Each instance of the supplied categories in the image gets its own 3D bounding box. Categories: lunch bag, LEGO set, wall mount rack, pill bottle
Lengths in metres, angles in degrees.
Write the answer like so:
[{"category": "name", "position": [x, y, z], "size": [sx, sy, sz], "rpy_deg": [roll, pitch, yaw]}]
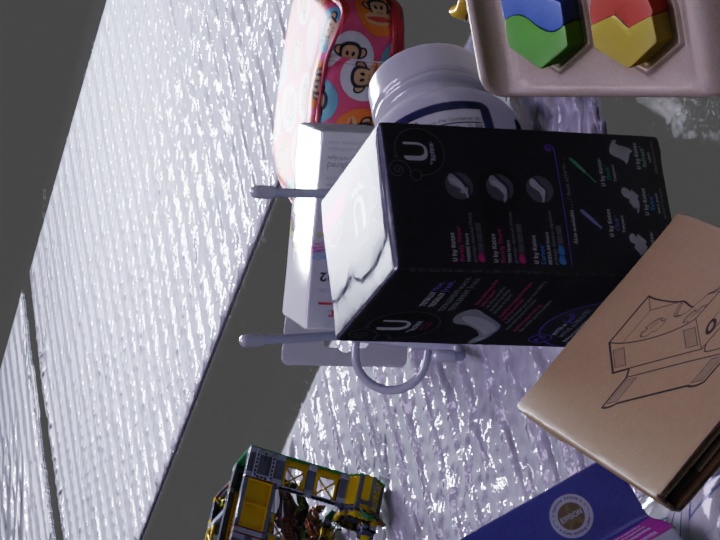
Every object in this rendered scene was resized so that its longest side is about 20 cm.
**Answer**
[{"category": "lunch bag", "position": [-0.027, -0.158, 2.010], "size": [0.176, 0.082, 0.201], "rpy_deg": [-127, 43, -61]}, {"category": "LEGO set", "position": [-0.069, 0.241, 1.986], "size": [0.200, 0.153, 0.116], "rpy_deg": [-37, 36, 56]}, {"category": "wall mount rack", "position": [0.000, 0.000, 1.788], "size": [0.075, 0.173, 0.201], "rpy_deg": [-63, -22, -82]}, {"category": "pill bottle", "position": [0.067, -0.063, 1.685], "size": [0.120, 0.119, 0.200], "rpy_deg": [115, 151, -47]}]

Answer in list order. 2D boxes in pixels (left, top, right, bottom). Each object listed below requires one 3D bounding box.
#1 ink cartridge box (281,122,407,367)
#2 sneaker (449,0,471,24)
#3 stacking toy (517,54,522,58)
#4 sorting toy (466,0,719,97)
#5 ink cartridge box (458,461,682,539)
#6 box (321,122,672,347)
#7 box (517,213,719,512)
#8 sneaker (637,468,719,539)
[{"category": "ink cartridge box", "position": [0.005, -0.014, 1.860], "size": [0.068, 0.115, 0.201], "rpy_deg": [-150, 63, -69]}, {"category": "sneaker", "position": [0.085, -0.258, 1.710], "size": [0.078, 0.082, 0.200], "rpy_deg": [113, 152, -44]}, {"category": "stacking toy", "position": [0.123, -0.239, 1.546], "size": [0.085, 0.085, 0.201], "rpy_deg": [176, 84, -70]}, {"category": "sorting toy", "position": [0.138, -0.196, 1.441], "size": [0.200, 0.036, 0.186], "rpy_deg": [3, 109, 43]}, {"category": "ink cartridge box", "position": [0.116, 0.232, 1.311], "size": [0.200, 0.196, 0.043], "rpy_deg": [59, 167, 8]}, {"category": "box", "position": [0.089, -0.021, 1.502], "size": [0.122, 0.199, 0.106], "rpy_deg": [129, 138, -58]}, {"category": "box", "position": [0.187, 0.048, 1.355], "size": [0.164, 0.021, 0.200], "rpy_deg": [-50, 22, -4]}, {"category": "sneaker", "position": [0.200, 0.158, 1.372], "size": [0.087, 0.074, 0.200], "rpy_deg": [-121, 37, -48]}]
